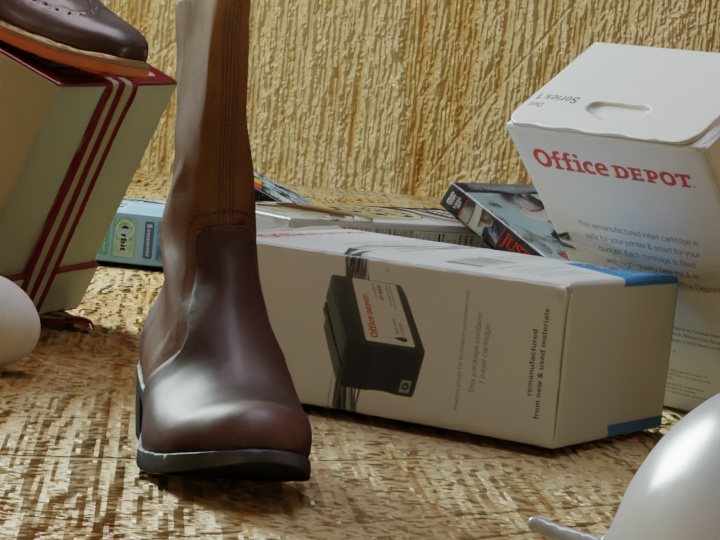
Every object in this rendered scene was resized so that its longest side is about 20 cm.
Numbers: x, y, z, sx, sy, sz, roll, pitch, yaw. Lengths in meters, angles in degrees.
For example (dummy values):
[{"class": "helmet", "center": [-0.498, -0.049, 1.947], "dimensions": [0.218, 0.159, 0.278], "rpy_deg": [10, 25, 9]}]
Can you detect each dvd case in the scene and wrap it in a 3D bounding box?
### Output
[{"class": "dvd case", "center": [0.161, 0.006, 1.502], "dimensions": [0.200, 0.022, 0.146], "rpy_deg": [40, 23, 30]}]

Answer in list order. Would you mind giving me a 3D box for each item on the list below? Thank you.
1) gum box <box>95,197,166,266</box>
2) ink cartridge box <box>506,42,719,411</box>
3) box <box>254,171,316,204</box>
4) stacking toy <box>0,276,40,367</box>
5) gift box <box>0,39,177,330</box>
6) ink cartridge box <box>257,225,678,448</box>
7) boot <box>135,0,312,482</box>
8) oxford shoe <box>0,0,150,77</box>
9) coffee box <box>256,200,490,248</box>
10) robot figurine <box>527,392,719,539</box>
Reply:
[{"class": "gum box", "center": [-0.202, -0.034, 1.909], "dimensions": [0.200, 0.045, 0.170], "rpy_deg": [5, 5, 1]}, {"class": "ink cartridge box", "center": [0.185, -0.018, 1.258], "dimensions": [0.084, 0.200, 0.146], "rpy_deg": [-43, 33, -27]}, {"class": "box", "center": [-0.052, -0.035, 1.842], "dimensions": [0.137, 0.040, 0.200], "rpy_deg": [28, 4, -4]}, {"class": "stacking toy", "center": [-0.255, -0.001, 1.185], "dimensions": [0.200, 0.146, 0.146], "rpy_deg": [22, 2, -10]}, {"class": "gift box", "center": [-0.231, -0.059, 1.385], "dimensions": [0.200, 0.187, 0.185], "rpy_deg": [33, 16, 20]}, {"class": "ink cartridge box", "center": [0.042, 0.031, 1.210], "dimensions": [0.200, 0.084, 0.145], "rpy_deg": [9, 6, 28]}, {"class": "boot", "center": [-0.051, -0.017, 0.984], "dimensions": [0.068, 0.200, 0.188], "rpy_deg": [5, 5, -7]}, {"class": "oxford shoe", "center": [-0.191, -0.173, 1.328], "dimensions": [0.200, 0.073, 0.071], "rpy_deg": [33, 15, 22]}, {"class": "coffee box", "center": [0.000, 0.000, 1.537], "dimensions": [0.200, 0.080, 0.113], "rpy_deg": [2, 7, -38]}, {"class": "robot figurine", "center": [0.142, 0.083, 0.552], "dimensions": [0.200, 0.113, 0.170], "rpy_deg": [5, 12, -10]}]
